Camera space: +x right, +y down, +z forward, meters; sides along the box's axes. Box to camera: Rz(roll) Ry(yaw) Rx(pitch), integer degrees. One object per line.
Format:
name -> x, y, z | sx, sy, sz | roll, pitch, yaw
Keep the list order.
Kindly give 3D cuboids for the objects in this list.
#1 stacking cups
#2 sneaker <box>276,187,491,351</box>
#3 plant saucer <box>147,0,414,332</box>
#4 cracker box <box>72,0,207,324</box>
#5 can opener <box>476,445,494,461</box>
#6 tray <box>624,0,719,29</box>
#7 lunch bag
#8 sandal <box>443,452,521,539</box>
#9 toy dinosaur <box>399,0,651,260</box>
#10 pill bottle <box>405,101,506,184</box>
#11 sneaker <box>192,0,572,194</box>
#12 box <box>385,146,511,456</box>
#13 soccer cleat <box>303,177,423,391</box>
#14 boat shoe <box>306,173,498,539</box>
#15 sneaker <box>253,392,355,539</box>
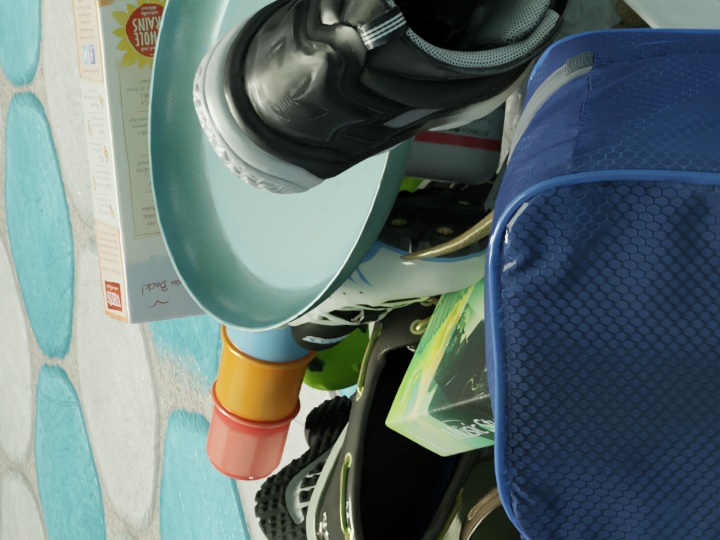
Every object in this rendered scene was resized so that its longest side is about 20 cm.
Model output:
stacking cups -> -0.038, 0.016, 1.204 | 0.061, 0.060, 0.201 | -121, 34, -46
sneaker -> 0.000, 0.000, 1.049 | 0.200, 0.072, 0.073 | 4, 98, 63
plant saucer -> -0.030, -0.074, 1.003 | 0.200, 0.027, 0.201 | -9, 80, 56
cracker box -> -0.081, -0.078, 1.325 | 0.058, 0.133, 0.201 | -171, 75, -68
can opener -> 0.056, 0.092, 1.164 | 0.066, 0.053, 0.201 | -24, 73, 33
tray -> 0.122, -0.125, 0.835 | 0.200, 0.107, 0.022 | 55, 169, 51
lunch bag -> 0.137, 0.002, 0.713 | 0.132, 0.199, 0.136 | -76, -13, -61
sandal -> 0.078, 0.117, 1.052 | 0.201, 0.057, 0.080 | -11, 81, 61
toy dinosaur -> 0.091, -0.063, 0.898 | 0.200, 0.058, 0.101 | -54, 1, 10
pill bottle -> 0.018, -0.142, 1.061 | 0.109, 0.108, 0.201 | -168, 84, -68
sneaker -> 0.039, -0.094, 0.854 | 0.114, 0.200, 0.076 | -28, 94, 46
box -> 0.084, -0.004, 0.955 | 0.145, 0.036, 0.200 | -65, 12, -18
soccer cleat -> 0.001, -0.031, 1.242 | 0.081, 0.067, 0.201 | -110, 28, -56
boat shoe -> 0.034, 0.045, 1.094 | 0.061, 0.071, 0.202 | 170, 118, -73
sneaker -> 0.001, 0.121, 1.211 | 0.200, 0.073, 0.080 | -49, -53, -72
